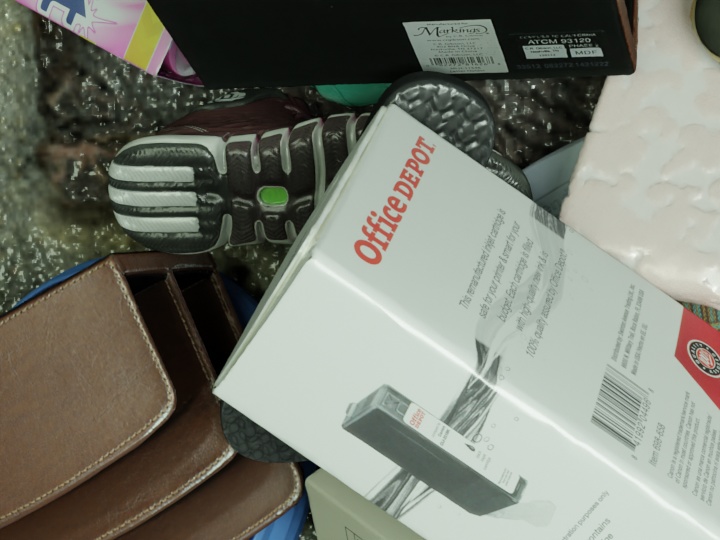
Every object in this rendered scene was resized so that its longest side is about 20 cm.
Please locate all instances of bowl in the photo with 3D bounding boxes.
[{"bbox_3d":[-0.119,0.091,1.163,0.199,0.039,0.202,0,90,24],"label":"bowl"}]

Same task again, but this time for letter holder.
[{"bbox_3d":[0.019,-0.168,0.998,0.198,0.101,0.143,-1,69,14],"label":"letter holder"},{"bbox_3d":[-0.146,0.097,1.101,0.199,0.100,0.143,-28,81,22],"label":"letter holder"}]

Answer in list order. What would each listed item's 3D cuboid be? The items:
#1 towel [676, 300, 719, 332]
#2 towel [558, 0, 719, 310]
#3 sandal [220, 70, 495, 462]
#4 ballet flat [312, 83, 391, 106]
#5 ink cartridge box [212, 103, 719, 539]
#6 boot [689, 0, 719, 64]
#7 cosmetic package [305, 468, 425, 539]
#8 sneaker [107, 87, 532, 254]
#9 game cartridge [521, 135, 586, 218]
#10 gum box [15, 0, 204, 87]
[{"bbox_3d":[0.159,0.091,1.023,0.146,0.022,0.202,-8,98,18],"label":"towel"},{"bbox_3d":[0.201,-0.064,0.986,0.199,0.032,0.192,13,70,23],"label":"towel"},{"bbox_3d":[0.000,0.000,1.023,0.075,0.045,0.201,23,106,-17],"label":"sandal"},{"bbox_3d":[0.017,-0.178,1.087,0.070,0.067,0.202,9,100,25],"label":"ballet flat"},{"bbox_3d":[0.056,0.042,0.919,0.199,0.144,0.084,35,120,-5],"label":"ink cartridge box"},{"bbox_3d":[0.191,-0.156,0.899,0.200,0.138,0.078,-44,73,26],"label":"boot"},{"bbox_3d":[0.069,0.155,1.006,0.200,0.071,0.106,34,146,40],"label":"cosmetic package"},{"bbox_3d":[-0.013,-0.056,1.085,0.198,0.116,0.076,5,114,8],"label":"sneaker"},{"bbox_3d":[0.112,0.010,1.063,0.199,0.041,0.134,-31,74,21],"label":"game cartridge"},{"bbox_3d":[-0.092,-0.208,1.134,0.113,0.066,0.201,29,101,22],"label":"gum box"}]
